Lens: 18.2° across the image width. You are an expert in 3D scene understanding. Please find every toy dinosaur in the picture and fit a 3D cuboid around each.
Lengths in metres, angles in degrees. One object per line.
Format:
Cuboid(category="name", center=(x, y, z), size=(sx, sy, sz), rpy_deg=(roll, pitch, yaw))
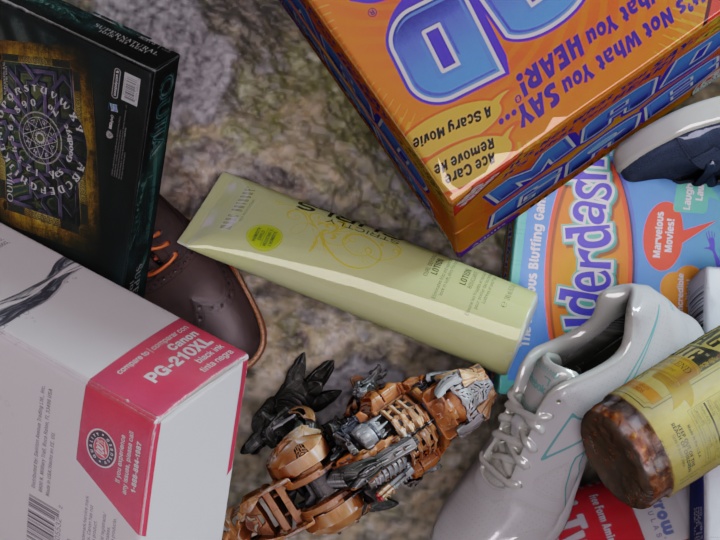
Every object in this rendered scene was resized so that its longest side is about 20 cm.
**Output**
Cuboid(category="toy dinosaur", center=(-0.021, 0.106, 1.262), size=(0.199, 0.136, 0.103), rpy_deg=(-11, 97, -4))

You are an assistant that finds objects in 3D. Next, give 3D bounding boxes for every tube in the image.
Cuboid(category="tube", center=(0.000, 0.000, 1.269), size=(0.199, 0.058, 0.052), rpy_deg=(22, 86, 6))

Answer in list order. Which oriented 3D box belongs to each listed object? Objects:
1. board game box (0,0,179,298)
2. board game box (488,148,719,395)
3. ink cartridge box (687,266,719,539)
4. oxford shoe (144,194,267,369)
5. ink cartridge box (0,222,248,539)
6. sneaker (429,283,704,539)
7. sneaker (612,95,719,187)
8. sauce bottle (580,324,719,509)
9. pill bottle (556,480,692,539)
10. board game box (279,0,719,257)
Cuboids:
Cuboid(category="board game box", center=(-0.172, -0.054, 1.216), size=(0.135, 0.028, 0.200), rpy_deg=(26, 127, 18))
Cuboid(category="board game box", center=(0.182, 0.005, 1.315), size=(0.199, 0.045, 0.153), rpy_deg=(5, 95, -5))
Cuboid(category="ink cartridge box", center=(0.282, 0.103, 1.254), size=(0.199, 0.043, 0.197), rpy_deg=(4, 70, -6))
Cuboid(category="oxford shoe", center=(-0.130, -0.014, 1.273), size=(0.071, 0.073, 0.200), rpy_deg=(-44, 97, 0))
Cuboid(category="ink cartridge box", center=(-0.170, 0.075, 1.205), size=(0.200, 0.084, 0.145), rpy_deg=(27, 127, 23))
Cuboid(category="sneaker", center=(0.100, 0.085, 1.231), size=(0.200, 0.070, 0.080), rpy_deg=(-49, 139, 0))
Cuboid(category="sneaker", center=(0.243, -0.056, 1.255), size=(0.199, 0.075, 0.085), rpy_deg=(-10, 81, -6))
Cuboid(category="sauce bottle", center=(0.212, 0.054, 1.206), size=(0.200, 0.066, 0.066), rpy_deg=(-30, 98, -22))
Cuboid(category="pill bottle", center=(0.151, 0.176, 1.295), size=(0.199, 0.112, 0.113), rpy_deg=(-17, 97, -3))
Cuboid(category="board game box", center=(0.075, -0.156, 1.192), size=(0.200, 0.200, 0.200), rpy_deg=(-35, 82, -1))
